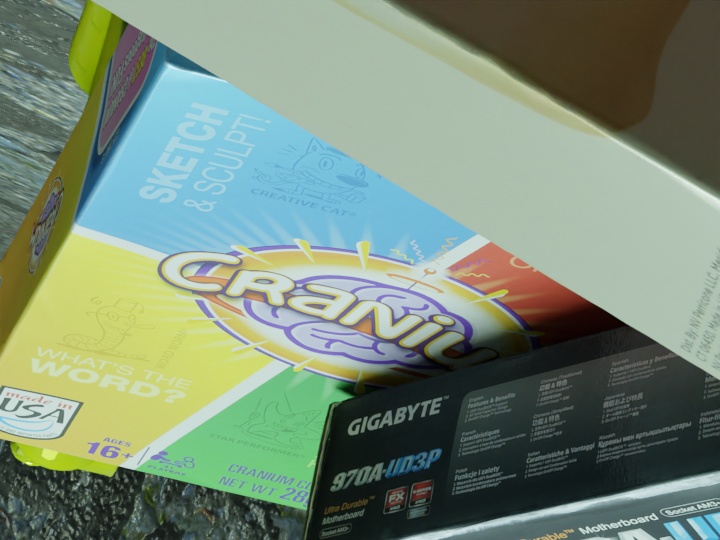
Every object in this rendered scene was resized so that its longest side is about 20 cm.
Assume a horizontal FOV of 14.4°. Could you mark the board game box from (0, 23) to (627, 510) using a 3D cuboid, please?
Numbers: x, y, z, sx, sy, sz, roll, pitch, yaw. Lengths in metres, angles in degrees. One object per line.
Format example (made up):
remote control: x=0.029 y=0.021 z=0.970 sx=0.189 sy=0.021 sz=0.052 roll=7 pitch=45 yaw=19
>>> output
board game box: x=0.000 y=0.000 z=0.675 sx=0.152 sy=0.041 sz=0.200 roll=14 pitch=151 yaw=-14

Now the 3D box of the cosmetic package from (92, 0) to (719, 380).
cosmetic package: x=0.030 y=-0.069 z=0.515 sx=0.199 sy=0.106 sz=0.071 roll=30 pitch=160 yaw=9

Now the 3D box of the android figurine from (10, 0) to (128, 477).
android figurine: x=-0.073 y=-0.023 z=0.849 sx=0.041 sy=0.183 sz=0.201 roll=14 pitch=137 yaw=-10

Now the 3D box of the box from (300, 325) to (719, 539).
box: x=0.110 y=0.065 z=0.660 sx=0.199 sy=0.046 sz=0.159 roll=-18 pitch=140 yaw=42
